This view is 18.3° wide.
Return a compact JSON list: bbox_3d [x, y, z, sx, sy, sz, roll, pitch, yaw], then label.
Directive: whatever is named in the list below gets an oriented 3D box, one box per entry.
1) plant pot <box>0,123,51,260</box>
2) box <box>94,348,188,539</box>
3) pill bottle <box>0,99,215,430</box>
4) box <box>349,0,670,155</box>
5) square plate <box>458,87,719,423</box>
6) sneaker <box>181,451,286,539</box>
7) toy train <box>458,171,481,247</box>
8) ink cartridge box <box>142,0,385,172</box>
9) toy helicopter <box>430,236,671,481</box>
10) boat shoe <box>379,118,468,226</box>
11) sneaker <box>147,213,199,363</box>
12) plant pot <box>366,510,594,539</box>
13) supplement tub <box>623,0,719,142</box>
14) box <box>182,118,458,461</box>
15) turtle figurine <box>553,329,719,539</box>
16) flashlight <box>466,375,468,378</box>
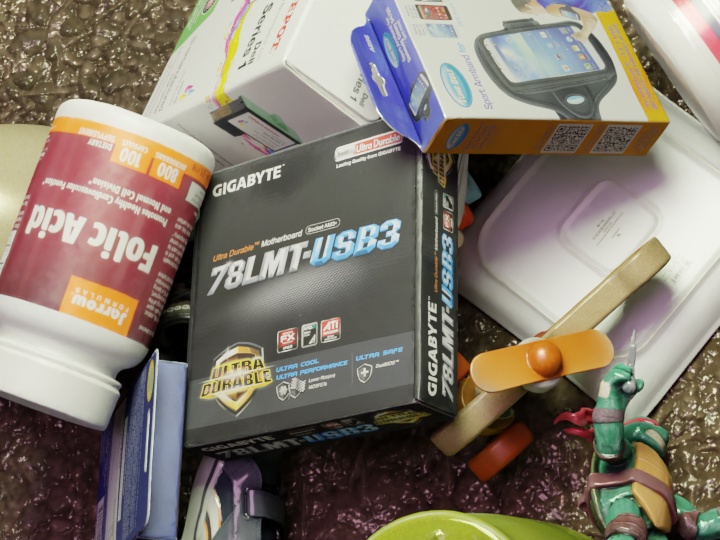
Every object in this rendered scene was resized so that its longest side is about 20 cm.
[{"bbox_3d":[-0.267,-0.025,1.605,0.200,0.134,0.200,-18,60,33],"label":"plant pot"},{"bbox_3d":[-0.147,0.136,1.511,0.032,0.200,0.121,7,70,-14],"label":"box"},{"bbox_3d":[-0.181,-0.003,1.493,0.114,0.114,0.200,15,81,24],"label":"pill bottle"},{"bbox_3d":[0.093,-0.131,1.450,0.041,0.200,0.119,-55,46,43],"label":"box"},{"bbox_3d":[0.175,-0.027,1.536,0.198,0.028,0.200,39,88,28],"label":"square plate"},{"bbox_3d":[-0.080,0.190,1.524,0.079,0.078,0.200,18,86,28],"label":"sneaker"},{"bbox_3d":[0.092,-0.102,1.575,0.200,0.056,0.150,-36,58,7],"label":"toy train"},{"bbox_3d":[-0.052,-0.153,1.563,0.200,0.084,0.145,-18,43,53],"label":"ink cartridge box"},{"bbox_3d":[0.124,0.047,1.451,0.200,0.132,0.079,-41,85,-7],"label":"toy helicopter"},{"bbox_3d":[0.046,-0.117,1.531,0.073,0.067,0.200,-10,64,22],"label":"boat shoe"},{"bbox_3d":[-0.115,0.022,1.586,0.071,0.098,0.201,-20,64,14],"label":"sneaker"},{"bbox_3d":[0.072,0.232,1.387,0.200,0.193,0.201,-6,69,17],"label":"plant pot"},{"bbox_3d":[0.289,-0.188,1.489,0.200,0.140,0.140,-35,63,6],"label":"supplement tub"},{"bbox_3d":[-0.026,0.012,1.464,0.200,0.050,0.199,-13,66,36],"label":"box"},{"bbox_3d":[0.189,0.142,1.428,0.101,0.150,0.200,-43,25,36],"label":"turtle figurine"},{"bbox_3d":[0.000,0.000,1.568,0.068,0.068,0.200,-30,63,8],"label":"flashlight"}]
